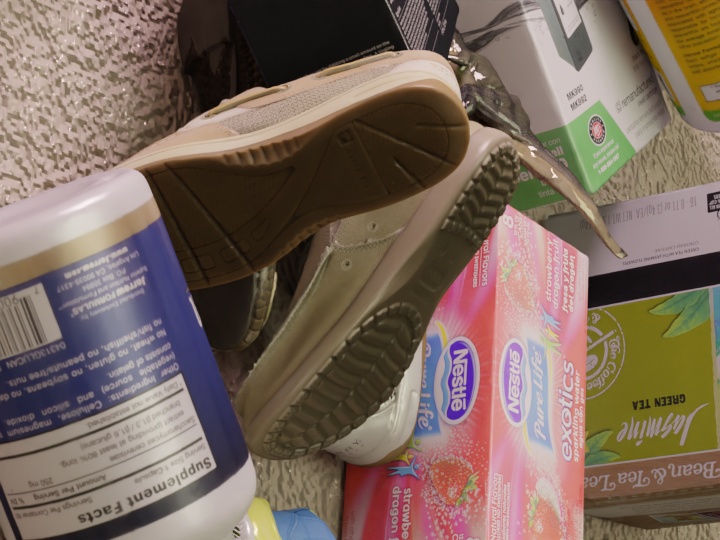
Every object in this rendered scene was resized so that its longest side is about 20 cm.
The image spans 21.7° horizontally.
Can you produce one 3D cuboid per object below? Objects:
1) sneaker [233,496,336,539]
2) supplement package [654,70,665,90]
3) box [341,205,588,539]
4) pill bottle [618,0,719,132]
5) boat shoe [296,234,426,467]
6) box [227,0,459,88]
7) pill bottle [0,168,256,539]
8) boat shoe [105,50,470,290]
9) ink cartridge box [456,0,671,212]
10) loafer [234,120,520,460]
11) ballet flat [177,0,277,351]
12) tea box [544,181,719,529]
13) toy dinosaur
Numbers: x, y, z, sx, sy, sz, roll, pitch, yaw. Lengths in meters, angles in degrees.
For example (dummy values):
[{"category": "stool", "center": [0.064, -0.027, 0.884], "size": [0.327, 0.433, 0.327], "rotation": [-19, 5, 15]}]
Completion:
[{"category": "sneaker", "center": [-0.022, 0.204, 0.908], "size": [0.105, 0.075, 0.201], "rotation": [-5, 83, -55]}, {"category": "supplement package", "center": [0.254, -0.213, 1.304], "size": [0.114, 0.199, 0.110], "rotation": [55, 42, -29]}, {"category": "box", "center": [0.060, 0.077, 1.036], "size": [0.094, 0.102, 0.201], "rotation": [28, 59, -46]}, {"category": "pill bottle", "center": [0.211, -0.195, 1.175], "size": [0.200, 0.111, 0.111], "rotation": [56, 41, -29]}, {"category": "boat shoe", "center": [0.000, 0.000, 1.003], "size": [0.069, 0.070, 0.201], "rotation": [25, 61, -48]}, {"category": "box", "center": [-0.014, -0.161, 0.972], "size": [0.200, 0.078, 0.142], "rotation": [-73, 143, -68]}, {"category": "pill bottle", "center": [-0.109, 0.067, 0.799], "size": [0.111, 0.111, 0.201], "rotation": [-33, 107, -52]}, {"category": "boat shoe", "center": [-0.046, -0.050, 0.874], "size": [0.065, 0.199, 0.072], "rotation": [-97, 164, -58]}, {"category": "ink cartridge box", "center": [0.105, -0.154, 1.182], "size": [0.146, 0.084, 0.201], "rotation": [-39, 111, -52]}, {"category": "loafer", "center": [0.001, 0.005, 0.938], "size": [0.200, 0.068, 0.076], "rotation": [-52, 148, -5]}, {"category": "ballet flat", "center": [-0.060, -0.055, 0.947], "size": [0.046, 0.067, 0.201], "rotation": [14, 63, -42]}, {"category": "tea box", "center": [0.235, 0.054, 1.197], "size": [0.133, 0.199, 0.198], "rotation": [19, 64, -50]}, {"category": "toy dinosaur", "center": [0.071, -0.077, 1.074], "size": [0.088, 0.048, 0.200], "rotation": [-25, 71, -47]}]
